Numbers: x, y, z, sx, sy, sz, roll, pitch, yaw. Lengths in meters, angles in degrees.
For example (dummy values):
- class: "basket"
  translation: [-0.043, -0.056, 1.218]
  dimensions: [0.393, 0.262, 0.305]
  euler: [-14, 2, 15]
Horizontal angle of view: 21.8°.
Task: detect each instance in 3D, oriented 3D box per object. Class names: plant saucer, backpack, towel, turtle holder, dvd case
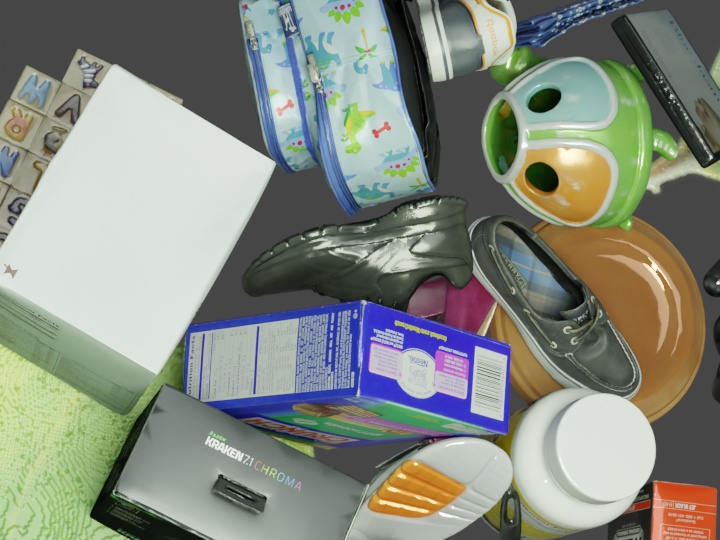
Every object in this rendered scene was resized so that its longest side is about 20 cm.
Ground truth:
- class: "plant saucer"
  translation: [0.210, 0.041, 1.619]
  dimensions: [0.198, 0.037, 0.202]
  euler: [3, 76, -13]
- class: "backpack"
  translation: [-0.013, -0.149, 1.537]
  dimensions: [0.146, 0.183, 0.202]
  euler: [-16, 80, 6]
- class: "towel"
  translation: [0.194, -0.222, 1.610]
  dimensions: [0.199, 0.144, 0.024]
  euler: [-22, 98, -24]
- class: "turtle holder"
  translation: [0.174, -0.127, 1.586]
  dimensions: [0.130, 0.141, 0.187]
  euler: [2, 70, -22]
- class: "dvd case"
  translation: [0.280, -0.161, 1.616]
  dimensions: [0.017, 0.200, 0.143]
  euler: [-34, 87, 21]

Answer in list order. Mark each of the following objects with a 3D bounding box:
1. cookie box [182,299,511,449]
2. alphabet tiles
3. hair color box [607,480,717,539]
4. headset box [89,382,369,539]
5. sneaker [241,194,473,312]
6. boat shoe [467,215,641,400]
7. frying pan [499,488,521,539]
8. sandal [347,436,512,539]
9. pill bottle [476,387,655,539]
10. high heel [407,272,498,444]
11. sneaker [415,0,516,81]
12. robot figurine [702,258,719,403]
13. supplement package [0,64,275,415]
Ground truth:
- class: "cookie box"
  translation: [-0.012, 0.084, 1.440]
  dimensions: [0.170, 0.199, 0.076]
  euler: [18, 71, -42]
- class: "alphabet tiles"
  translation: [-0.231, -0.077, 1.553]
  dimensions: [0.165, 0.006, 0.202]
  euler: [26, 73, -7]
- class: "hair color box"
  translation: [0.244, 0.281, 1.539]
  dimensions: [0.061, 0.102, 0.202]
  euler: [7, 75, -13]
- class: "headset box"
  translation: [-0.103, 0.176, 1.426]
  dimensions: [0.173, 0.200, 0.093]
  euler: [27, 72, -7]
- class: "sneaker"
  translation: [0.000, 0.000, 1.541]
  dimensions: [0.198, 0.076, 0.092]
  euler: [-14, 91, 7]
- class: "boat shoe"
  translation: [0.168, 0.030, 1.554]
  dimensions: [0.070, 0.066, 0.200]
  euler: [-40, 93, -19]
- class: "frying pan"
  translation: [0.105, 0.262, 1.502]
  dimensions: [0.114, 0.031, 0.191]
  euler: [-25, 117, 4]
- class: "sandal"
  translation: [0.033, 0.185, 1.493]
  dimensions: [0.079, 0.206, 0.059]
  euler: [39, 29, -20]
- class: "pill bottle"
  translation: [0.162, 0.155, 1.495]
  dimensions: [0.110, 0.200, 0.113]
  euler: [3, 76, -14]
- class: "high heel"
  translation: [0.090, 0.097, 1.562]
  dimensions: [0.095, 0.067, 0.202]
  euler: [-7, 66, -5]
- class: "sneaker"
  translation: [0.086, -0.207, 1.545]
  dimensions: [0.079, 0.200, 0.079]
  euler: [-14, 114, 3]
- class: "robot figurine"
  translation: [0.385, 0.041, 1.615]
  dimensions: [0.200, 0.125, 0.150]
  euler: [-48, 110, -18]
- class: "supplement package"
  translation: [-0.185, -0.017, 1.443]
  dimensions: [0.146, 0.200, 0.192]
  euler: [30, 73, -5]
